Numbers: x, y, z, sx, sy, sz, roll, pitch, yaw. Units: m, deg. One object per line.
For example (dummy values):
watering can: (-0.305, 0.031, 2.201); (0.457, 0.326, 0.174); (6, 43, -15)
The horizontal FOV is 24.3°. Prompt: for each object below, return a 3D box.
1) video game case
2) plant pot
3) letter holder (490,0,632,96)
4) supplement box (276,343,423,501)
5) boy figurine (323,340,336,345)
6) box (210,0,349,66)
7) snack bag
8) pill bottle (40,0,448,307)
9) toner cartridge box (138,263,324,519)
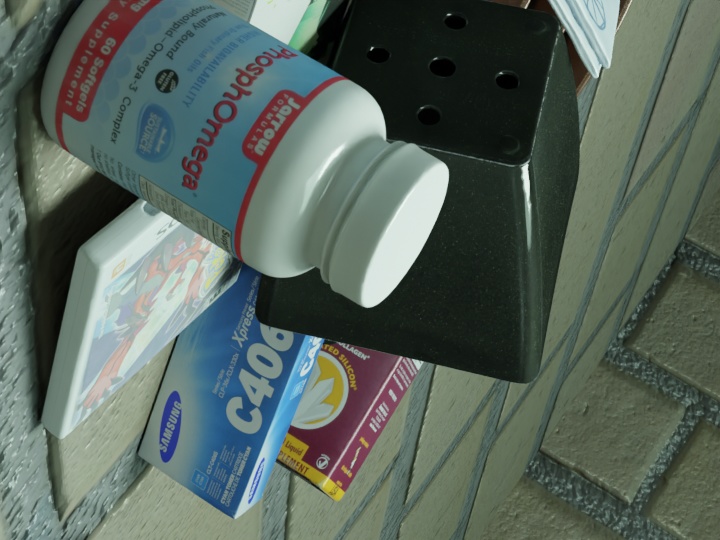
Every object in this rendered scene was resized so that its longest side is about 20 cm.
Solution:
video game case: (-0.120, -0.002, 1.041); (0.182, 0.023, 0.201); (-44, 168, -35)
plant pot: (0.049, -0.073, 1.107); (0.178, 0.197, 0.201); (96, 9, -53)
letter holder: (0.135, -0.230, 1.287); (0.202, 0.141, 0.100); (-65, 164, 20)
supplement box: (-0.017, 0.079, 1.427); (0.201, 0.110, 0.086); (-58, 164, -8)
boy figurine: (0.020, -0.027, 1.359); (0.201, 0.123, 0.065); (-64, 143, -38)
box: (-0.044, -0.175, 1.019); (0.144, 0.036, 0.201); (-37, 154, -56)
snack bag: (0.127, -0.254, 1.127); (0.021, 0.201, 0.189); (-20, -153, 25)
pill bottle: (-0.058, -0.066, 0.863); (0.109, 0.199, 0.109); (-53, 163, -23)
toner cartridge box: (-0.089, 0.074, 1.220); (0.043, 0.094, 0.202); (-31, 147, -57)
